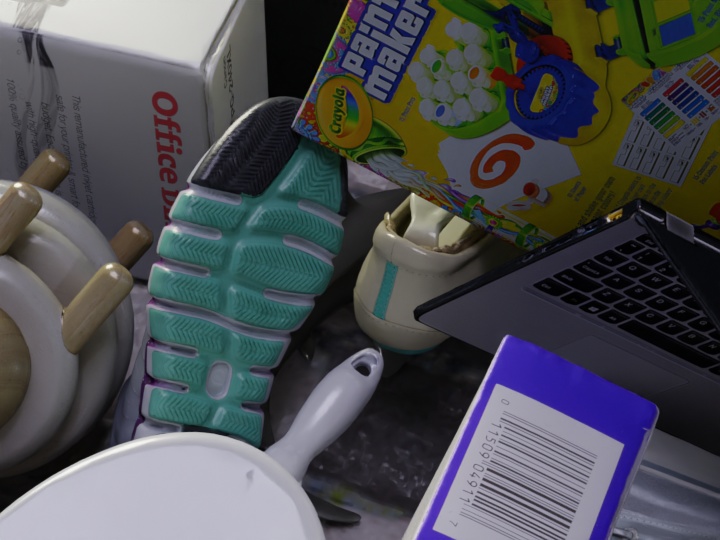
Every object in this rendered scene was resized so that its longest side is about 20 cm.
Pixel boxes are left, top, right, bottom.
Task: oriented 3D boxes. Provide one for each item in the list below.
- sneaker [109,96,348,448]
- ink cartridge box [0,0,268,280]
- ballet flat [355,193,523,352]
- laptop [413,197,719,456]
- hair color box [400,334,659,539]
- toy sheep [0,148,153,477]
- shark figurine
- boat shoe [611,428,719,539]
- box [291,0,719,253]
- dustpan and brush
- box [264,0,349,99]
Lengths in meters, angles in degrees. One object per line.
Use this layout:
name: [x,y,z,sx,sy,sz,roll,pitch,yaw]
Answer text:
sneaker: [-0.069,0.023,0.834,0.074,0.088,0.200,22,82,-26]
ink cartridge box: [-0.145,-0.083,0.940,0.200,0.145,0.083,13,48,12]
ballet flat: [0.059,-0.041,0.881,0.069,0.070,0.200,21,42,18]
laptop: [0.148,0.065,0.746,0.187,0.200,0.116,25,57,-31]
hair color box: [0.034,0.127,0.717,0.065,0.200,0.109,26,53,2]
toy sheep: [-0.156,0.021,0.856,0.138,0.138,0.200,2,9,2]
shark figurine: [-0.020,0.007,0.901,0.128,0.090,0.215,21,51,20]
boat shoe: [0.151,0.120,0.822,0.201,0.070,0.072,21,76,13]
box: [0.104,-0.106,0.763,0.192,0.200,0.122,28,53,-2]
dustpan and brush: [-0.046,0.092,0.755,0.139,0.057,0.200,34,62,9]
box: [-0.084,-0.163,1.005,0.200,0.149,0.124,8,49,7]
